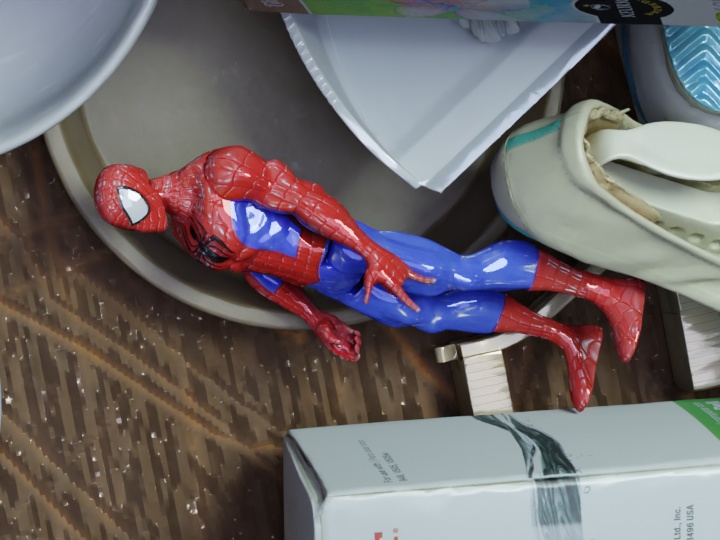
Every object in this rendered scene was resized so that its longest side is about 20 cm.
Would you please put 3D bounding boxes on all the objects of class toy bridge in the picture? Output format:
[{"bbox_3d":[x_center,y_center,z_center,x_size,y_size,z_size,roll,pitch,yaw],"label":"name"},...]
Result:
[{"bbox_3d":[0.124,0.012,1.129,0.199,0.027,0.068,-11,94,-11],"label":"toy bridge"}]

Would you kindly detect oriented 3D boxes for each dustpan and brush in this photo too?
[{"bbox_3d":[0.002,-0.145,1.050,0.140,0.057,0.200,-44,69,0],"label":"dustpan and brush"}]

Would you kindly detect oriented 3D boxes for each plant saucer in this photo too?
[{"bbox_3d":[-0.023,-0.079,1.095,0.199,0.029,0.201,0,92,-12],"label":"plant saucer"}]

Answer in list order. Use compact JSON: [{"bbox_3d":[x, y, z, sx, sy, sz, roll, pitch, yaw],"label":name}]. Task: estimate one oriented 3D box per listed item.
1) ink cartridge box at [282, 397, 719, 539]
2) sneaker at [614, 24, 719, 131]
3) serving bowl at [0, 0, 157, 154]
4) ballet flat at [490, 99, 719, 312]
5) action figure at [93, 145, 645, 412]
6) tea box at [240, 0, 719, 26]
[{"bbox_3d":[0.073,0.129,1.083,0.199,0.083,0.148,-3,105,-12],"label":"ink cartridge box"},{"bbox_3d":[0.123,-0.140,1.102,0.076,0.081,0.201,6,71,-10],"label":"sneaker"},{"bbox_3d":[-0.153,-0.137,1.034,0.199,0.066,0.201,1,99,9],"label":"serving bowl"},{"bbox_3d":[0.142,-0.014,1.066,0.199,0.069,0.070,18,88,-23],"label":"ballet flat"},{"bbox_3d":[0.000,0.000,1.056,0.199,0.065,0.052,20,61,-12],"label":"action figure"},{"bbox_3d":[0.047,-0.193,0.960,0.195,0.134,0.201,2,80,13],"label":"tea box"}]
